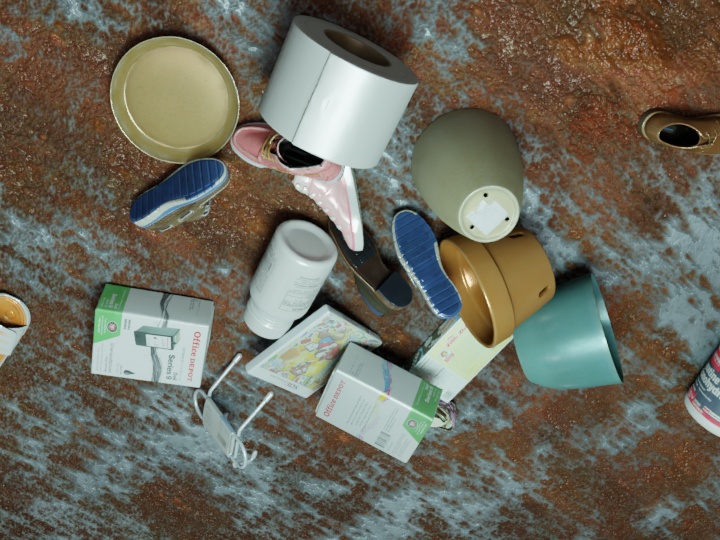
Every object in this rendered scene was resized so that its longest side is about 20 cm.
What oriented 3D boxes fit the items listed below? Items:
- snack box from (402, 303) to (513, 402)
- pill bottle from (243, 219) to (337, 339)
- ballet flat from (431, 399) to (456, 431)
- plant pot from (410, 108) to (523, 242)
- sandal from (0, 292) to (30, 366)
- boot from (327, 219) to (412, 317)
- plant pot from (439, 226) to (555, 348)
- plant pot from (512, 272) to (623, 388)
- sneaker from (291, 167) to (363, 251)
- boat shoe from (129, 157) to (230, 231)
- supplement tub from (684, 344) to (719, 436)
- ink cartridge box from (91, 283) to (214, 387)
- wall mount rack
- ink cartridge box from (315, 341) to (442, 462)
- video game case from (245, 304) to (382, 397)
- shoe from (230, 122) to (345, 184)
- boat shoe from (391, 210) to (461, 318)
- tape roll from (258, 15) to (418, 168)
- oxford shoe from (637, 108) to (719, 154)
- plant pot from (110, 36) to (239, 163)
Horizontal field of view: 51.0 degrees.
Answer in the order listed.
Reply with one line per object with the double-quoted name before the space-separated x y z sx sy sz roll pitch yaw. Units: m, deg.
"snack box" 0.187 0.156 1.454 0.116 0.037 0.200 33 113 -21
"pill bottle" -0.128 0.021 1.304 0.113 0.115 0.201 20 127 -15
"ballet flat" 0.110 0.265 1.492 0.199 0.071 0.069 27 118 -18
"plant pot" 0.184 -0.132 1.194 0.185 0.201 0.189 -2 121 -3
"sandal" -0.664 0.135 1.367 0.079 0.059 0.208 26 115 -18
"boot" 0.000 0.000 1.326 0.201 0.074 0.097 51 150 4
"plant pot" 0.241 0.014 1.300 0.139 0.200 0.202 -22 121 -10
"plant pot" 0.367 0.122 1.363 0.159 0.201 0.202 -17 121 20
"sneaker" -0.055 -0.124 1.247 0.103 0.075 0.203 -11 106 2
"boat shoe" -0.285 -0.121 1.241 0.198 0.073 0.072 -20 150 25
"supplement tub" 0.742 0.217 1.470 0.139 0.141 0.202 15 118 -13
"ink cartridge box" -0.374 0.120 1.365 0.197 0.084 0.147 9 120 -10
"wall mount rack" -0.239 0.268 1.433 0.074 0.200 0.175 -14 132 -39
"ink cartridge box" 0.031 0.244 1.399 0.198 0.088 0.146 25 131 2
"video game case" -0.084 0.156 1.401 0.199 0.023 0.182 -37 141 16
"shoe" -0.123 -0.190 1.161 0.198 0.091 0.072 20 89 15
"boat shoe" 0.106 -0.007 1.315 0.072 0.072 0.202 -24 89 -7
"tape roll" -0.032 -0.262 1.103 0.201 0.203 0.140 21 116 -16
"oxford shoe" 0.565 -0.220 1.247 0.197 0.072 0.072 3 119 -8
"plant pot" -0.289 -0.267 1.182 0.197 0.028 0.202 -2 121 -4
